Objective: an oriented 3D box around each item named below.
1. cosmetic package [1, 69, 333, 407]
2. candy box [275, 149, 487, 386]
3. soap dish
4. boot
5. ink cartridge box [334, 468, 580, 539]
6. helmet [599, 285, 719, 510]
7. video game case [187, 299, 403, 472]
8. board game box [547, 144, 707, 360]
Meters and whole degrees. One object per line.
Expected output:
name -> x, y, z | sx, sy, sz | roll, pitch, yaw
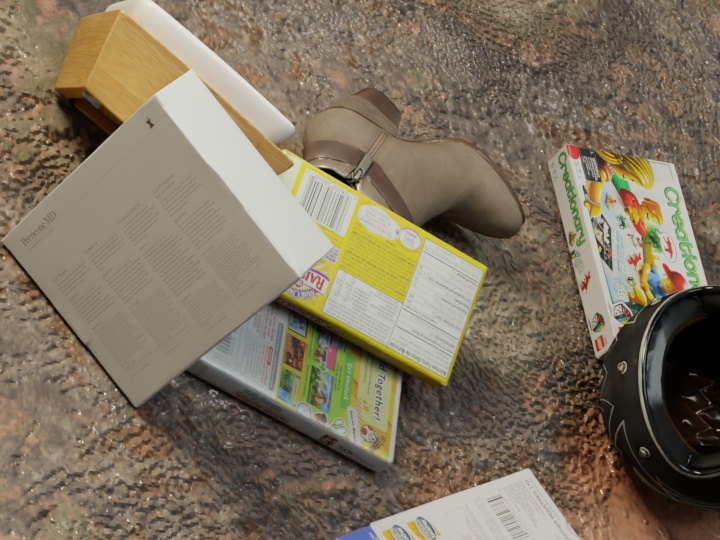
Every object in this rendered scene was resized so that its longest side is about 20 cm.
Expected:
cosmetic package -> -0.132, -0.018, 1.484 | 0.151, 0.200, 0.052 | 50, 41, -4
candy box -> 0.000, 0.000, 1.668 | 0.199, 0.026, 0.103 | 30, 73, -25
soap dish -> -0.137, -0.116, 1.573 | 0.157, 0.200, 0.081 | 41, 84, -14
boot -> 0.037, -0.059, 1.765 | 0.200, 0.070, 0.146 | 37, 36, -8
ink cartridge box -> 0.080, 0.222, 1.607 | 0.199, 0.042, 0.120 | -12, 56, -42
helmet -> 0.293, 0.103, 1.809 | 0.200, 0.189, 0.202 | -1, 90, -68
video game case -> -0.042, 0.031, 1.672 | 0.181, 0.023, 0.201 | 30, 44, -24
board game box -> 0.242, -0.011, 1.950 | 0.126, 0.035, 0.201 | 7, 57, -32
